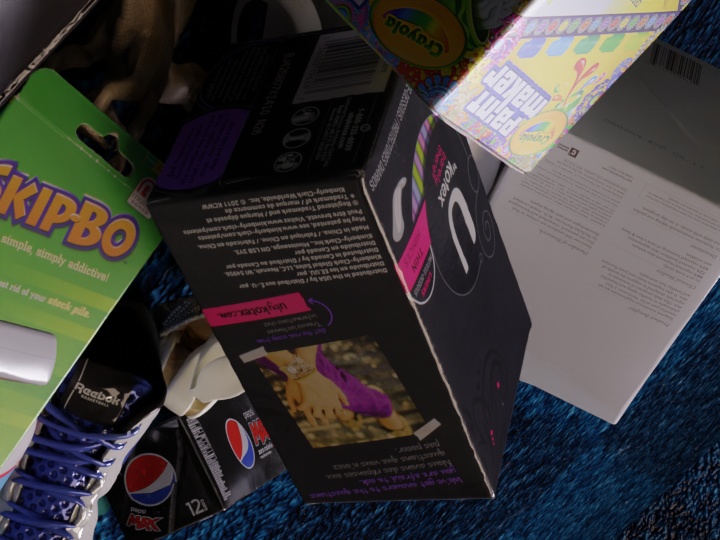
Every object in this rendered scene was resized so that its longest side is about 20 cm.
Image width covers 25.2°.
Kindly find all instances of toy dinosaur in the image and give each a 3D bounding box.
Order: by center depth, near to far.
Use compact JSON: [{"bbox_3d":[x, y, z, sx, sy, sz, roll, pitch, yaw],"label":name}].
[{"bbox_3d":[-0.106,-0.104,0.734,0.101,0.058,0.200,-52,168,-17],"label":"toy dinosaur"}]

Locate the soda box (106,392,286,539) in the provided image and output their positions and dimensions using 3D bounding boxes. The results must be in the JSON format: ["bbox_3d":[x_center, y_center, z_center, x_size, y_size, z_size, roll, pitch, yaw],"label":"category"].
[{"bbox_3d":[-0.095,0.118,1.032,0.070,0.064,0.200,-25,177,15],"label":"soda box"}]

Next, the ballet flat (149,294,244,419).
[{"bbox_3d":[-0.086,0.048,0.916,0.072,0.072,0.200,-27,-178,-34],"label":"ballet flat"}]

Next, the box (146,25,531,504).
[{"bbox_3d":[0.000,0.000,0.755,0.123,0.105,0.201,-71,147,-44],"label":"box"}]

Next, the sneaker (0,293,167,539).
[{"bbox_3d":[-0.157,0.092,0.834,0.115,0.080,0.201,135,-23,-69],"label":"sneaker"}]

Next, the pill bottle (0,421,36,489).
[{"bbox_3d":[-0.225,0.085,0.779,0.108,0.109,0.200,-7,140,-55],"label":"pill bottle"}]

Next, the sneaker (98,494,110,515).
[{"bbox_3d":[-0.234,0.178,0.970,0.200,0.080,0.077,-45,158,8],"label":"sneaker"}]

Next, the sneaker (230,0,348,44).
[{"bbox_3d":[-0.021,-0.083,0.865,0.112,0.073,0.201,-27,153,-35],"label":"sneaker"}]

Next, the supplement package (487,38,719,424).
[{"bbox_3d":[0.160,-0.037,1.083,0.151,0.151,0.201,-66,-179,-48],"label":"supplement package"}]

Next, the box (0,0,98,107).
[{"bbox_3d":[-0.203,-0.090,0.581,0.198,0.050,0.200,-44,158,6],"label":"box"}]

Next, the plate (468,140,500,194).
[{"bbox_3d":[0.041,-0.066,0.909,0.200,0.032,0.200,-49,162,-40],"label":"plate"}]

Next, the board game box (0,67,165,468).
[{"bbox_3d":[-0.163,0.018,0.684,0.095,0.030,0.201,41,80,-34],"label":"board game box"}]

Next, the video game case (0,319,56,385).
[{"bbox_3d":[-0.233,0.005,0.541,0.182,0.199,0.023,27,71,-67],"label":"video game case"}]

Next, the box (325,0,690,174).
[{"bbox_3d":[0.048,-0.183,0.631,0.193,0.200,0.122,-46,158,10],"label":"box"}]
